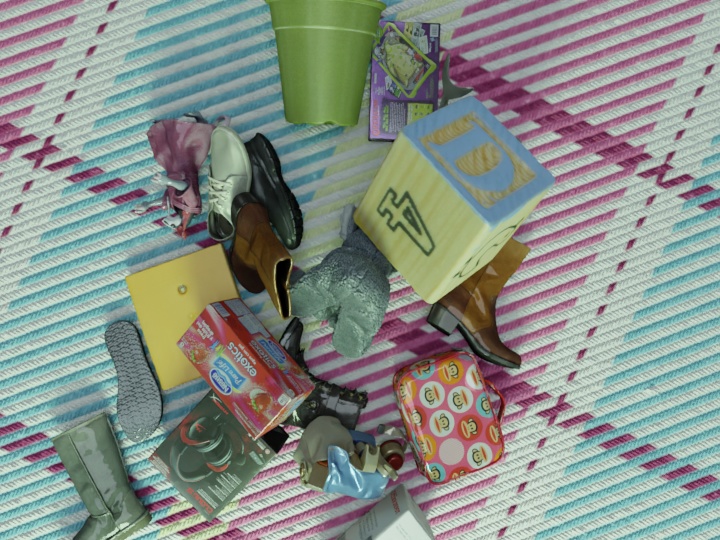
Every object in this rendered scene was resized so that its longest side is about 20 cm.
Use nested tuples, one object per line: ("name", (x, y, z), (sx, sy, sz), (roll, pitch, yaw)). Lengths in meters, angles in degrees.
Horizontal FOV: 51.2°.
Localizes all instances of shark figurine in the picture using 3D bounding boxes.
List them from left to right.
("shark figurine", (0.164, -0.253, 1.255), (0.127, 0.214, 0.091), (-29, 49, 25))

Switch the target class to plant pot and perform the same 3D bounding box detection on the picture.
("plant pot", (-0.059, -0.334, 1.216), (0.195, 0.200, 0.194), (2, 102, -2))

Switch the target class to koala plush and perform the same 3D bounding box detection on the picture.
("koala plush", (0.000, 0.000, 1.219), (0.176, 0.184, 0.201), (38, 52, -5))

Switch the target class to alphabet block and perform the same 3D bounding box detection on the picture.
("alphabet block", (0.138, -0.109, 1.152), (0.194, 0.201, 0.197), (-30, 72, -38))

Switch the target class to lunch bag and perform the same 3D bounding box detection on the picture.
("lunch bag", (0.157, 0.237, 1.256), (0.173, 0.082, 0.204), (-18, 90, -8))

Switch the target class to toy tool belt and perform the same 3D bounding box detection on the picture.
("toy tool belt", (-0.005, 0.319, 1.204), (0.196, 0.123, 0.127), (13, 112, -22))

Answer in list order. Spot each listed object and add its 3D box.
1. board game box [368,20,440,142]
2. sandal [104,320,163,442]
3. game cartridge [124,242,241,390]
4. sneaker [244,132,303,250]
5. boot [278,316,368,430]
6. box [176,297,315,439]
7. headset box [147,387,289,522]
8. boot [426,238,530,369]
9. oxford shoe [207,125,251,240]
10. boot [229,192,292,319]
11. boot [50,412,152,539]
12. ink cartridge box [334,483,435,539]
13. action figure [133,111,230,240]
("board game box", (0.075, -0.322, 1.286), (0.117, 0.032, 0.205), (3, 89, -7))
("sandal", (-0.376, 0.184, 1.261), (0.074, 0.043, 0.204), (-11, 81, -10))
("game cartridge", (-0.283, 0.077, 1.269), (0.173, 0.032, 0.204), (-18, 93, -3))
("sneaker", (-0.158, -0.123, 1.261), (0.089, 0.076, 0.203), (-24, 84, 7))
("boot", (-0.069, 0.192, 1.262), (0.171, 0.069, 0.204), (15, 97, -4))
("box", (-0.179, 0.149, 1.179), (0.200, 0.099, 0.096), (47, 107, 11))
("headset box", (-0.237, 0.295, 1.222), (0.149, 0.075, 0.200), (45, 107, 0))
("boot", (0.233, 0.046, 1.285), (0.186, 0.069, 0.202), (31, 81, 6))
("oxford shoe", (-0.218, -0.132, 1.209), (0.074, 0.058, 0.203), (22, 125, 23))
("boot", (-0.140, 0.004, 1.163), (0.067, 0.201, 0.191), (-10, 129, -25))
("boot", (-0.457, 0.363, 1.237), (0.180, 0.072, 0.203), (-30, 98, -16))
("ink cartridge box", (0.022, 0.459, 1.218), (0.199, 0.146, 0.084), (-39, 91, -2))
("action figure", (-0.294, -0.153, 1.248), (0.147, 0.133, 0.205), (-8, 93, -34))
